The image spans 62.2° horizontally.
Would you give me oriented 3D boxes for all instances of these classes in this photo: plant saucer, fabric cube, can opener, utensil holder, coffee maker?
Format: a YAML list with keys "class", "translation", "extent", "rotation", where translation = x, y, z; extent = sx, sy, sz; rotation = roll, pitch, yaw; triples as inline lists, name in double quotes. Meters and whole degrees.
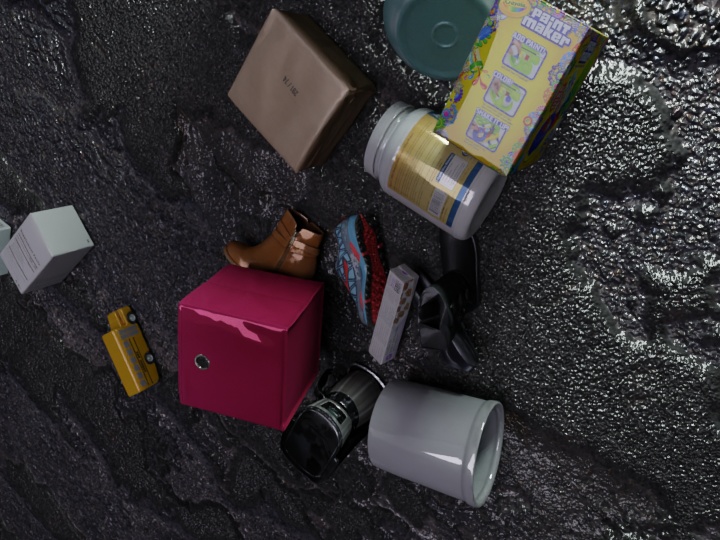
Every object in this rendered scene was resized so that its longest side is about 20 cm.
- class: "plant saucer"
  translation: [0.124, -0.348, 0.859]
  extent: [0.194, 0.037, 0.202]
  rotation: [12, 148, 7]
- class: "fabric cube"
  translation: [-0.188, 0.129, 1.061]
  extent: [0.193, 0.200, 0.202]
  rotation: [11, 113, 11]
- class: "can opener"
  translation: [0.142, 0.083, 1.035]
  extent: [0.203, 0.062, 0.079]
  rotation: [60, 150, 14]
- class: "utensil holder"
  translation: [0.132, 0.290, 1.037]
  extent: [0.195, 0.169, 0.176]
  rotation: [10, 109, 30]
- class: "coffee maker"
  translation: [-0.048, 0.302, 1.122]
  extent: [0.131, 0.199, 0.198]
  rotation: [15, 112, 26]

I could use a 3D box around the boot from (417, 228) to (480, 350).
- class: "boot"
  translation: [0.132, 0.013, 0.932]
  extent: [0.064, 0.199, 0.170]
  rotation: [-11, 99, 31]

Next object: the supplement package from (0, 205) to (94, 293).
- class: "supplement package"
  translation: [-0.787, -0.053, 1.498]
  extent: [0.198, 0.121, 0.122]
  rotation: [-33, 87, 32]

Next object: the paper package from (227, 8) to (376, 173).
- class: "paper package"
  translation: [-0.104, -0.309, 1.037]
  extent: [0.201, 0.103, 0.191]
  rotation: [47, 121, 9]

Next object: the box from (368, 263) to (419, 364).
- class: "box"
  translation: [0.057, 0.081, 1.060]
  extent: [0.041, 0.038, 0.204]
  rotation: [42, 137, 33]

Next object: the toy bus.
- class: "toy bus"
  translation: [-0.570, 0.197, 1.469]
  extent: [0.064, 0.078, 0.205]
  rotation: [-22, 93, 32]

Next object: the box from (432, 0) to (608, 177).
- class: "box"
  translation: [0.219, -0.253, 0.805]
  extent: [0.121, 0.199, 0.196]
  rotation: [34, 119, 16]

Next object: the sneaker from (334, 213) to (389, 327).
- class: "sneaker"
  translation: [0.000, 0.000, 1.094]
  extent: [0.094, 0.078, 0.207]
  rotation: [-1, 99, 47]

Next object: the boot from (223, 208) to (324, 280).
- class: "boot"
  translation: [-0.169, -0.050, 1.162]
  extent: [0.197, 0.076, 0.158]
  rotation: [32, 119, 16]

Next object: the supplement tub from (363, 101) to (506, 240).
- class: "supplement tub"
  translation: [0.117, -0.158, 0.925]
  extent: [0.198, 0.144, 0.147]
  rotation: [34, 118, 17]

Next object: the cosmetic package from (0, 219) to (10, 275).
- class: "cosmetic package"
  translation: [-1.080, -0.100, 1.700]
  extent: [0.197, 0.051, 0.154]
  rotation: [32, 120, 19]
